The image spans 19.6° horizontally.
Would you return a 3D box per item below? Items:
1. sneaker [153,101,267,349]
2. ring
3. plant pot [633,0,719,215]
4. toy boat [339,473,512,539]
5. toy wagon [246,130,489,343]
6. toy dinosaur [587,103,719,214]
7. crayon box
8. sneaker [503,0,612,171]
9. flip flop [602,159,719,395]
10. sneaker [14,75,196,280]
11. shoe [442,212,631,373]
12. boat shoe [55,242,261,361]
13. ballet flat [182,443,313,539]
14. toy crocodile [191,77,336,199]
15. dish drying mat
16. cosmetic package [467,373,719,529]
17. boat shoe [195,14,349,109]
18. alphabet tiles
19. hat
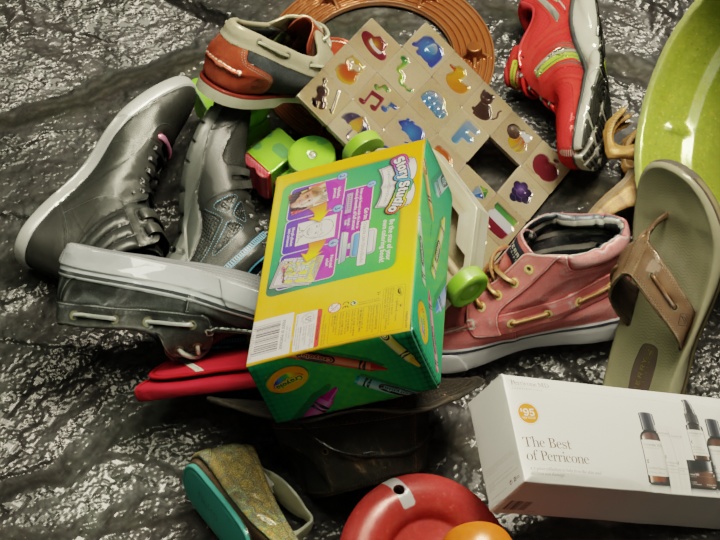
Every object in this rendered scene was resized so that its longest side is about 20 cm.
[{"bbox_3d":[-0.103,-0.036,1.600,0.081,0.073,0.202,10,79,2],"label":"sneaker"},{"bbox_3d":[0.014,-0.180,1.749,0.199,0.019,0.202,-2,52,2],"label":"ring"},{"bbox_3d":[0.334,-0.101,1.557,0.183,0.201,0.202,15,50,-20],"label":"plant pot"},{"bbox_3d":[0.070,0.211,1.372,0.130,0.131,0.200,-23,55,-27],"label":"toy boat"},{"bbox_3d":[0.000,0.000,1.539,0.200,0.040,0.156,-43,61,13],"label":"toy wagon"},{"bbox_3d":[0.222,-0.070,1.627,0.199,0.061,0.107,-22,56,-13],"label":"toy dinosaur"},{"bbox_3d":[-0.004,0.004,1.427,0.118,0.058,0.201,-13,39,17],"label":"crayon box"},{"bbox_3d":[0.159,-0.152,1.696,0.084,0.077,0.201,-9,45,11],"label":"sneaker"},{"bbox_3d":[0.205,0.022,1.487,0.081,0.202,0.057,24,18,40],"label":"flip flop"},{"bbox_3d":[-0.171,-0.058,1.634,0.099,0.071,0.200,32,72,22],"label":"sneaker"},{"bbox_3d":[0.106,0.012,1.542,0.198,0.092,0.072,-9,36,-2],"label":"shoe"},{"bbox_3d":[-0.127,0.031,1.524,0.198,0.072,0.072,11,95,12],"label":"boat shoe"},{"bbox_3d":[-0.053,0.197,1.443,0.070,0.071,0.200,-26,56,-16],"label":"ballet flat"},{"bbox_3d":[-0.072,-0.088,1.653,0.062,0.068,0.200,-37,60,-22],"label":"toy crocodile"},{"bbox_3d":[-0.062,0.066,1.491,0.199,0.018,0.077,-9,11,27],"label":"dish drying mat"},{"bbox_3d":[0.175,0.124,1.427,0.199,0.051,0.083,7,54,-29],"label":"cosmetic package"},{"bbox_3d":[-0.054,-0.169,1.637,0.071,0.063,0.199,32,23,25],"label":"boat shoe"},{"bbox_3d":[0.049,-0.096,1.627,0.200,0.008,0.167,44,62,-4],"label":"alphabet tiles"},{"bbox_3d":[-0.007,0.119,1.477,0.199,0.201,0.082,-5,96,-1],"label":"hat"}]
